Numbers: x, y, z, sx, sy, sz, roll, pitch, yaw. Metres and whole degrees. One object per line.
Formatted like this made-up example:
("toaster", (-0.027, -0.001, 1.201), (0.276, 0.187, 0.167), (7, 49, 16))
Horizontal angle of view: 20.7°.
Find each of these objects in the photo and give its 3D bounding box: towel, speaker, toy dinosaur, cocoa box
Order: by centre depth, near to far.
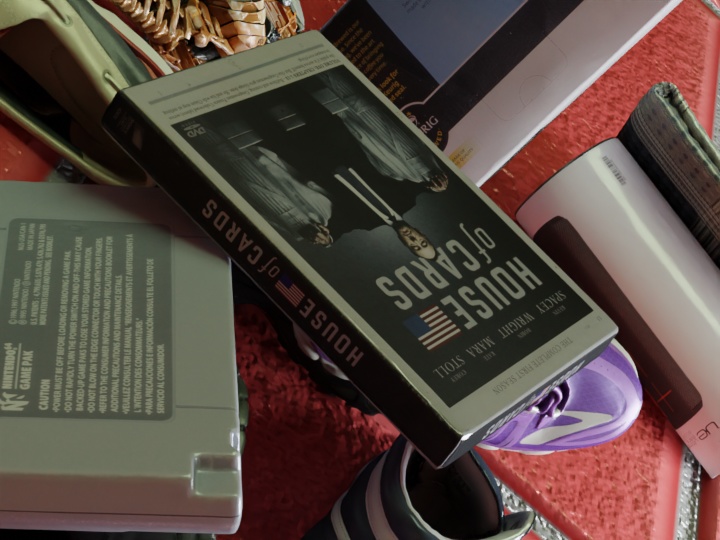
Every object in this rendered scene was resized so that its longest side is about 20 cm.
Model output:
("toy dinosaur", (-0.076, -0.144, 1.010), (0.200, 0.102, 0.136), (74, -3, -86))
("cocoa box", (0.089, -0.155, 1.137), (0.131, 0.200, 0.133), (47, 30, 1))
("speaker", (0.182, 0.022, 1.173), (0.200, 0.081, 0.081), (54, 31, 9))
("towel", (0.222, -0.010, 1.201), (0.200, 0.034, 0.193), (55, -12, 9))

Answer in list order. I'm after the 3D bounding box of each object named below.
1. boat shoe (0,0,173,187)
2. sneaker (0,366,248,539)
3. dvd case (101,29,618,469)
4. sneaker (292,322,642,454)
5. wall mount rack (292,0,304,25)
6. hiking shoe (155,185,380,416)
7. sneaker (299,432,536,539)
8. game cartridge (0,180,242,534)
("boat shoe", (-0.163, -0.110, 0.897), (0.200, 0.071, 0.063), (40, 33, -23))
("sneaker", (-0.095, 0.084, 0.757), (0.090, 0.076, 0.200), (23, 33, -21))
("dvd case", (0.004, -0.017, 0.837), (0.200, 0.025, 0.150), (45, 33, 13))
("sneaker", (0.059, 0.051, 0.906), (0.199, 0.081, 0.083), (17, 11, -37))
("wall mount rack", (-0.056, -0.237, 1.082), (0.174, 0.200, 0.075), (42, 55, -5))
("hiking shoe", (0.000, 0.000, 0.935), (0.200, 0.101, 0.076), (31, 45, -23))
("sneaker", (0.036, 0.100, 0.863), (0.070, 0.108, 0.200), (48, 28, 5))
("game cartridge", (-0.114, 0.029, 0.753), (0.133, 0.041, 0.200), (6, 31, -9))
